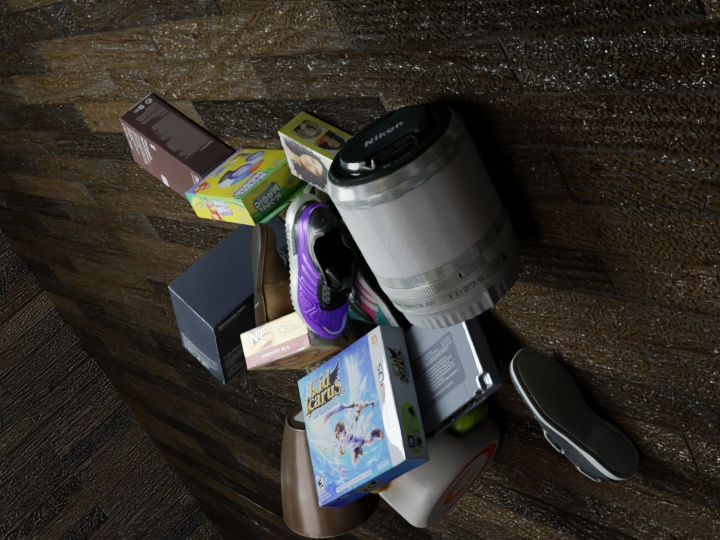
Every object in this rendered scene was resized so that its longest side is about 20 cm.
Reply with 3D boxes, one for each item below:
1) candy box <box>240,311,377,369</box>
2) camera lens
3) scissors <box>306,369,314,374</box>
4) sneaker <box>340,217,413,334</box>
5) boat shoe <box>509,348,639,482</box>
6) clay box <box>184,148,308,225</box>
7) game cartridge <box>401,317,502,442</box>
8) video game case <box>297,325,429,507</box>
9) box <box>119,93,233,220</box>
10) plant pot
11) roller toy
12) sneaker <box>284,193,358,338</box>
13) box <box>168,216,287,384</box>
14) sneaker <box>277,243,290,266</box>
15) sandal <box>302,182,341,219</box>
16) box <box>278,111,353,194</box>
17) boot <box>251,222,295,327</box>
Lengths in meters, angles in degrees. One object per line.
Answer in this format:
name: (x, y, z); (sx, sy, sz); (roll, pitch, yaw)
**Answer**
candy box: (-0.062, 0.099, 1.679); (0.114, 0.199, 0.056); (-21, 75, 30)
camera lens: (0.068, -0.062, 1.263); (0.159, 0.160, 0.202); (12, 138, 55)
scissors: (-0.103, 0.118, 1.938); (0.200, 0.014, 0.074); (-136, 30, -60)
sneaker: (0.000, 0.000, 1.595); (0.120, 0.084, 0.202); (5, 133, 46)
boat shoe: (0.245, 0.180, 1.432); (0.201, 0.075, 0.060); (49, 152, 1)
clay box: (-0.147, -0.117, 1.627); (0.199, 0.115, 0.048); (8, 135, 56)
game cartridge: (0.099, 0.129, 1.538); (0.200, 0.040, 0.135); (-45, 60, 46)
video game case: (-0.001, 0.197, 1.586); (0.199, 0.045, 0.184); (-37, 55, 43)
box: (-0.273, -0.174, 1.824); (0.199, 0.075, 0.101); (33, 153, 29)
plant pot: (-0.072, 0.345, 2.173); (0.186, 0.185, 0.203); (21, 131, 48)
roller toy: (0.092, 0.254, 1.678); (0.139, 0.200, 0.183); (39, 169, 20)
sneaker: (-0.040, 0.010, 1.507); (0.099, 0.069, 0.203); (30, 139, 48)
box: (-0.178, 0.039, 1.820); (0.104, 0.200, 0.183); (39, 155, 20)
sneaker: (-0.080, 0.028, 1.729); (0.073, 0.111, 0.202); (40, 155, 41)
sandal: (-0.053, -0.060, 1.603); (0.058, 0.079, 0.202); (51, 162, 30)
box: (-0.014, -0.123, 1.460); (0.199, 0.050, 0.076); (30, 151, 38)
boot: (-0.109, 0.004, 1.590); (0.201, 0.074, 0.075); (91, 176, -55)
